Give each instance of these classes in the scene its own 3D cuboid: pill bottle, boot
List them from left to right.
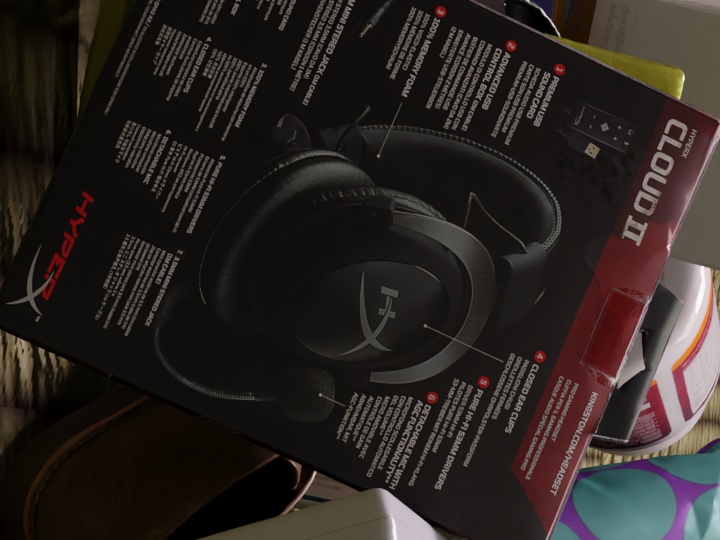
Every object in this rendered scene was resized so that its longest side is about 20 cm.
[{"bbox_3d":[-0.027,0.049,0.670,0.200,0.075,0.074,-39,128,-31],"label":"boot"},{"bbox_3d":[0.127,0.030,0.958,0.200,0.109,0.110,53,49,-69],"label":"pill bottle"}]

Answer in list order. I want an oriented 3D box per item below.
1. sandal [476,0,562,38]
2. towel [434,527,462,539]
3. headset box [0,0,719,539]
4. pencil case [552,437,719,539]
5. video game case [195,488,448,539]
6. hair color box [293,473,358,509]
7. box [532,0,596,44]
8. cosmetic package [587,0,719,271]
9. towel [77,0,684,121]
[{"bbox_3d":[0.054,-0.067,0.700,0.201,0.045,0.075,76,31,-46],"label":"sandal"},{"bbox_3d":[0.012,0.141,0.809,0.200,0.036,0.149,-37,-161,45],"label":"towel"},{"bbox_3d":[0.006,-0.009,0.589,0.077,0.199,0.149,165,-51,-80],"label":"headset box"},{"bbox_3d":[0.106,0.134,0.938,0.092,0.199,0.086,-123,-150,-61],"label":"pencil case"},{"bbox_3d":[-0.047,0.125,0.612,0.200,0.181,0.022,48,27,-64],"label":"video game case"},{"bbox_3d":[0.000,0.000,0.785,0.061,0.099,0.201,42,60,-65],"label":"hair color box"},{"bbox_3d":[0.052,-0.119,0.848,0.200,0.118,0.042,4,96,-69],"label":"box"},{"bbox_3d":[0.152,-0.089,0.809,0.200,0.084,0.108,-47,149,-61],"label":"cosmetic package"},{"bbox_3d":[0.005,-0.051,0.647,0.018,0.199,0.087,-93,-164,-76],"label":"towel"}]
